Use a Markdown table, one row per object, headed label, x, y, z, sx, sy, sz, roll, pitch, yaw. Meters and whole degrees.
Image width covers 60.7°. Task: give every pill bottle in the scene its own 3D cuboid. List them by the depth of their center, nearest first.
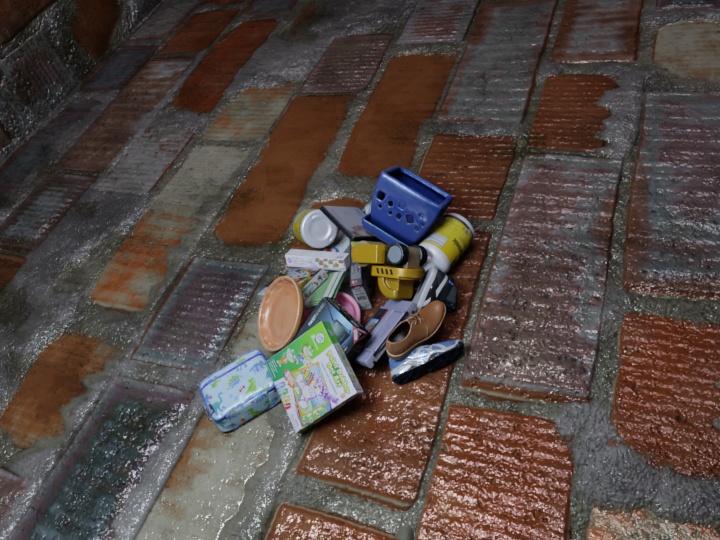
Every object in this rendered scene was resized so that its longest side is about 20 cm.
| label | x | y | z | sx | sy | sz | roll | pitch | yaw |
| --- | --- | --- | --- | --- | --- | --- | --- | --- | --- |
| pill bottle | 0.225 | -0.058 | 1.725 | 0.111 | 0.112 | 0.200 | 25 | 62 | 34 |
| pill bottle | -0.142 | -0.130 | 1.857 | 0.111 | 0.112 | 0.200 | -31 | 13 | -9 |

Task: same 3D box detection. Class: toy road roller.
| label | x | y | z | sx | sy | sz | roll | pitch | yaw |
| --- | --- | --- | --- | --- | --- | --- | --- | --- | --- |
| toy road roller | 0.075 | 0.000 | 1.643 | 0.199 | 0.122 | 0.148 | 6 | 93 | 39 |

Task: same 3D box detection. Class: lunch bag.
| label | x | y | z | sx | sy | sz | roll | pitch | yaw |
| --- | --- | --- | --- | --- | --- | --- | --- | --- | --- |
| lunch bag | -0.313 | 0.309 | 1.605 | 0.199 | 0.083 | 0.161 | -29 | 44 | -9 |

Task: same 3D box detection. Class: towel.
| label | x | y | z | sx | sy | sz | roll | pitch | yaw |
| --- | --- | --- | --- | --- | --- | --- | --- | --- | --- |
| towel | -0.141 | 0.067 | 1.730 | 0.199 | 0.024 | 0.153 | -20 | 26 | 25 |

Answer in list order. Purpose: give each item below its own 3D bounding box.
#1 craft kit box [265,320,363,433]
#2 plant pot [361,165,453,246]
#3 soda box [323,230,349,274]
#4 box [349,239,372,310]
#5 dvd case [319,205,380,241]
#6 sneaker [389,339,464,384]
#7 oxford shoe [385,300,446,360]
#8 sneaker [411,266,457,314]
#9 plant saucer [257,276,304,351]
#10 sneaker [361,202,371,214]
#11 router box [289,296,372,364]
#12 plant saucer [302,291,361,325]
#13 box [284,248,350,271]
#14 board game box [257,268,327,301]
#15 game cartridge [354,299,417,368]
| label | x | y | z | sx | sy | sz | roll | pitch | yaw |
| --- | --- | --- | --- | --- | --- | --- | --- | --- | --- |
| craft kit box | -0.117 | 0.261 | 1.509 | 0.197 | 0.048 | 0.201 | -36 | 68 | 16 |
| plant pot | 0.126 | -0.168 | 1.753 | 0.199 | 0.181 | 0.200 | 32 | 22 | 8 |
| soda box | -0.060 | -0.053 | 1.850 | 0.068 | 0.064 | 0.200 | 19 | 58 | 33 |
| box | 0.000 | 0.000 | 1.750 | 0.034 | 0.110 | 0.201 | -12 | 48 | 11 |
| dvd case | -0.014 | -0.135 | 1.775 | 0.143 | 0.199 | 0.018 | 45 | 114 | 21 |
| sneaker | 0.161 | 0.209 | 1.534 | 0.198 | 0.076 | 0.077 | -20 | 51 | -1 |
| oxford shoe | 0.141 | 0.135 | 1.523 | 0.071 | 0.072 | 0.200 | 31 | 61 | 36 |
| sneaker | 0.191 | 0.102 | 1.624 | 0.201 | 0.111 | 0.073 | -63 | 11 | -2 |
| plant saucer | -0.208 | 0.117 | 1.644 | 0.199 | 0.037 | 0.202 | -21 | 62 | 46 |
| sneaker | 0.050 | -0.198 | 1.933 | 0.086 | 0.078 | 0.201 | 7 | 52 | 28 |
| router box | -0.087 | 0.190 | 1.563 | 0.150 | 0.062 | 0.201 | 41 | 102 | 28 |
| plant saucer | -0.091 | 0.148 | 1.692 | 0.198 | 0.051 | 0.202 | -10 | 48 | 11 |
| box | -0.123 | -0.031 | 1.774 | 0.198 | 0.039 | 0.041 | 4 | 31 | 25 |
| board game box | -0.197 | 0.044 | 1.769 | 0.199 | 0.035 | 0.126 | -1 | 38 | 50 |
| game cartridge | 0.050 | 0.158 | 1.593 | 0.200 | 0.038 | 0.129 | -51 | 24 | -16 |
